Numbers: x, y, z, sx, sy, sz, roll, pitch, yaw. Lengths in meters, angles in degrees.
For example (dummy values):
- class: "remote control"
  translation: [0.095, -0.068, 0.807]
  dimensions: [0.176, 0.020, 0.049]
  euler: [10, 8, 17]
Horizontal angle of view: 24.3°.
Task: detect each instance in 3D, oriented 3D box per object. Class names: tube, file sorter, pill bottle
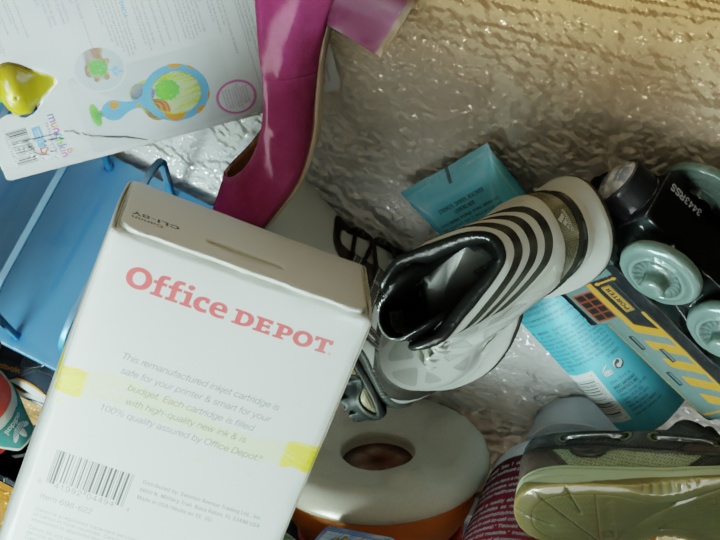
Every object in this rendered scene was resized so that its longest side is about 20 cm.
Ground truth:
- class: "tube"
  translation: [0.112, 0.013, 0.986]
  dimensions: [0.200, 0.050, 0.077]
  euler: [47, 133, -13]
- class: "file sorter"
  translation: [-0.187, -0.021, 1.017]
  dimensions: [0.200, 0.139, 0.123]
  euler: [26, 169, 3]
- class: "pill bottle"
  translation: [0.118, 0.178, 1.030]
  dimensions: [0.113, 0.200, 0.113]
  euler: [16, 139, 15]

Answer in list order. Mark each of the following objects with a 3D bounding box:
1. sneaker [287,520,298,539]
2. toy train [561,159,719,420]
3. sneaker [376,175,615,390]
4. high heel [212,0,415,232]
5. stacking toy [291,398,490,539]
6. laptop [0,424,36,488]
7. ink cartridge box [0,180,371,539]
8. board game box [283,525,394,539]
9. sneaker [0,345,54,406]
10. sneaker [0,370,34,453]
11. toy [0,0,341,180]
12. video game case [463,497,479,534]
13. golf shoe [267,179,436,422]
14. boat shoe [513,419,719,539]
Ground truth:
- class: "sneaker"
  translation: [-0.052, 0.143, 1.184]
  dimensions: [0.084, 0.077, 0.200]
  euler: [-12, 141, 17]
- class: "toy train"
  translation: [0.189, 0.019, 0.923]
  dimensions: [0.200, 0.085, 0.114]
  euler: [41, 151, -17]
- class: "sneaker"
  translation: [0.037, 0.017, 0.902]
  dimensions: [0.200, 0.115, 0.076]
  euler: [-45, 66, 50]
- class: "high heel"
  translation: [-0.058, -0.100, 0.914]
  dimensions: [0.096, 0.067, 0.200]
  euler: [29, 109, -12]
- class: "stacking toy"
  translation: [0.013, 0.196, 1.115]
  dimensions: [0.146, 0.146, 0.201]
  euler: [9, 116, 22]
- class: "laptop"
  translation: [-0.180, 0.190, 1.190]
  dimensions: [0.200, 0.177, 0.104]
  euler: [21, 102, 30]
- class: "ink cartridge box"
  translation: [-0.094, 0.072, 0.909]
  dimensions: [0.145, 0.083, 0.200]
  euler: [20, 109, -10]
- class: "board game box"
  translation: [-0.030, 0.216, 1.043]
  dimensions: [0.200, 0.062, 0.200]
  euler: [30, 146, 30]
- class: "sneaker"
  translation: [-0.229, 0.044, 1.157]
  dimensions: [0.200, 0.079, 0.079]
  euler: [3, 139, 33]
- class: "sneaker"
  translation: [-0.285, 0.094, 1.140]
  dimensions: [0.093, 0.070, 0.200]
  euler: [46, 154, -21]
- class: "toy"
  translation: [-0.122, -0.131, 0.937]
  dimensions: [0.199, 0.047, 0.115]
  euler: [-18, 129, -3]
- class: "video game case"
  translation: [0.075, 0.242, 1.231]
  dimensions: [0.200, 0.023, 0.182]
  euler: [31, 131, -7]
- class: "golf shoe"
  translation: [0.000, 0.000, 1.027]
  dimensions: [0.094, 0.078, 0.200]
  euler: [-18, 125, 20]
- class: "boat shoe"
  translation: [0.188, 0.117, 0.961]
  dimensions: [0.200, 0.066, 0.072]
  euler: [-2, 136, 7]
